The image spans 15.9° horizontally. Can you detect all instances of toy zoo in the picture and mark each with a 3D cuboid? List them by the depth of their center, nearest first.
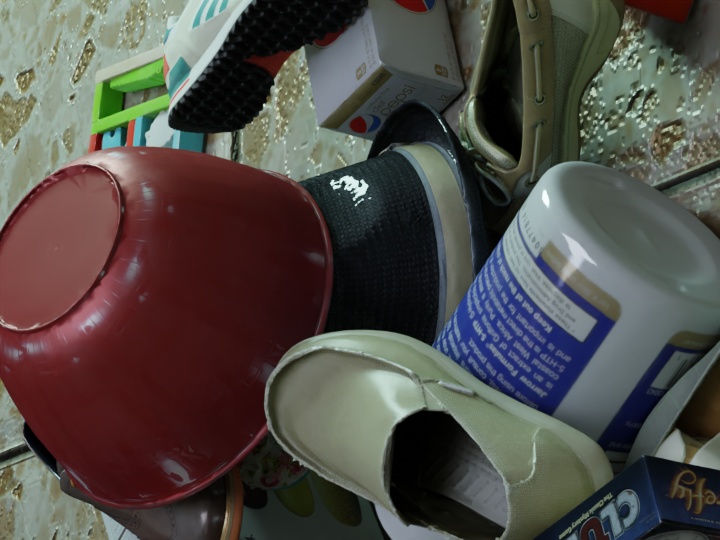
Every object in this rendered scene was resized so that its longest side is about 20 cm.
[{"bbox_3d":[-0.151,-0.051,1.764,0.131,0.020,0.201,-13,68,54],"label":"toy zoo"}]

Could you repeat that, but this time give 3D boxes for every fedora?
[{"bbox_3d":[0.000,0.000,1.406,0.200,0.091,0.202,175,90,-74],"label":"fedora"}]

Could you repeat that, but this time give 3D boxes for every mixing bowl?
[{"bbox_3d":[-0.123,0.012,1.340,0.199,0.108,0.201,-23,51,31],"label":"mixing bowl"}]

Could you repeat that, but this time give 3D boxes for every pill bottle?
[{"bbox_3d":[0.092,0.058,1.277,0.201,0.119,0.120,-57,38,25],"label":"pill bottle"}]

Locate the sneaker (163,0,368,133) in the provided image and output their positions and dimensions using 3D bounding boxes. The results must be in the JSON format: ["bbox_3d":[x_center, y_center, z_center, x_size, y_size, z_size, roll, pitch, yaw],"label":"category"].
[{"bbox_3d":[-0.061,-0.166,1.511,0.200,0.070,0.094,-44,51,44],"label":"sneaker"}]

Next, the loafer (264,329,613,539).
[{"bbox_3d":[0.025,0.079,1.211,0.199,0.068,0.076,17,104,37],"label":"loafer"}]

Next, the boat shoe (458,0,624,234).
[{"bbox_3d":[0.080,-0.089,1.346,0.073,0.063,0.201,61,152,26],"label":"boat shoe"}]

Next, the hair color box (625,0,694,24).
[{"bbox_3d":[0.156,-0.240,1.340,0.101,0.061,0.201,34,106,55],"label":"hair color box"}]

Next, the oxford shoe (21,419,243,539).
[{"bbox_3d":[-0.125,0.117,1.409,0.200,0.073,0.072,19,100,60],"label":"oxford shoe"}]

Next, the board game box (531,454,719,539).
[{"bbox_3d":[0.121,0.155,1.187,0.200,0.135,0.035,-43,47,41],"label":"board game box"}]

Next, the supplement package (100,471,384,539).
[{"bbox_3d":[-0.061,0.168,1.469,0.110,0.113,0.201,-56,38,29],"label":"supplement package"}]

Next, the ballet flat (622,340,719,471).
[{"bbox_3d":[0.172,0.069,1.193,0.067,0.064,0.201,33,111,8],"label":"ballet flat"}]

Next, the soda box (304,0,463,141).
[{"bbox_3d":[0.002,-0.176,1.543,0.068,0.063,0.201,-42,47,40],"label":"soda box"}]

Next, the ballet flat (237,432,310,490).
[{"bbox_3d":[-0.078,0.038,1.455,0.075,0.064,0.200,-24,46,-2],"label":"ballet flat"}]
